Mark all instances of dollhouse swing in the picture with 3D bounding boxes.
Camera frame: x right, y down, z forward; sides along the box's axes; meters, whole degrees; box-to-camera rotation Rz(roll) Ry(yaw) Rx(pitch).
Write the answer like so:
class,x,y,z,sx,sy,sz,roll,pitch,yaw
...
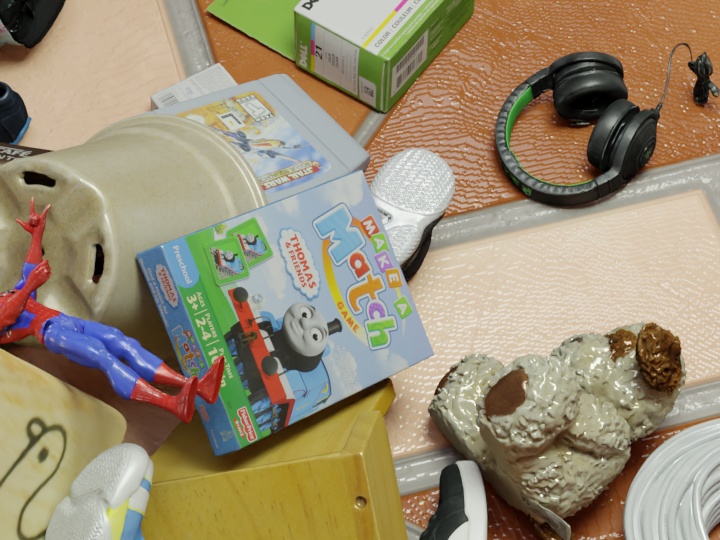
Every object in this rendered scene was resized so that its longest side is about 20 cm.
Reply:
class,x,y,z,sx,sy,sz,roll,pitch,yaw
dollhouse swing,-0.058,0.182,1.410,0.200,0.176,0.182,-12,90,16

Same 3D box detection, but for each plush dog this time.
class,x,y,z,sx,sy,sz,roll,pitch,yaw
plush dog,0.170,0.105,1.437,0.172,0.200,0.161,-38,97,-12

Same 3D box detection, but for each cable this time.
class,x,y,z,sx,sy,sz,roll,pitch,yaw
cable,0.292,0.199,1.415,0.200,0.069,0.200,23,59,16

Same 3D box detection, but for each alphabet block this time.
class,x,y,z,sx,sy,sz,roll,pitch,yaw
alphabet block,-0.312,0.136,1.327,0.196,0.200,0.196,19,81,25

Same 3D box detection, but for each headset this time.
class,x,y,z,sx,sy,sz,roll,pitch,yaw
headset,0.212,-0.128,1.651,0.200,0.094,0.124,-30,64,-1

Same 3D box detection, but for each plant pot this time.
class,x,y,z,sx,sy,sz,roll,pitch,yaw
plant pot,-0.193,-0.016,1.419,0.200,0.183,0.201,2,94,23

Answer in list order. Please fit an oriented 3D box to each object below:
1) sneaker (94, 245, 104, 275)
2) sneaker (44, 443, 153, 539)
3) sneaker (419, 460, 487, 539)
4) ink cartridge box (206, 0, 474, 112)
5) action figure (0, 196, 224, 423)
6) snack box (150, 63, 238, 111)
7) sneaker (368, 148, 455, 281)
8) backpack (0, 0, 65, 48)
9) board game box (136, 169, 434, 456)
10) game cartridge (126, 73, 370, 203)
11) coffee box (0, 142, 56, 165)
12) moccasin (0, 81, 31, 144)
class,x,y,z,sx,sy,sz,roll,pitch,yaw
sneaker,-0.151,0.014,1.548,0.200,0.080,0.086,29,83,17
sneaker,-0.169,0.219,1.322,0.200,0.105,0.076,-63,30,3
sneaker,0.034,0.226,1.391,0.112,0.073,0.200,2,57,-1
ink cartridge box,-0.018,-0.251,1.716,0.200,0.076,0.148,30,61,17
action figure,-0.186,0.021,1.285,0.200,0.099,0.065,17,20,17
snack box,-0.097,-0.093,1.638,0.072,0.024,0.200,-28,60,-21
sneaker,0.000,0.000,1.527,0.075,0.114,0.200,38,74,10
backpack,-0.336,-0.280,1.701,0.126,0.167,0.200,-10,57,16
board game box,-0.049,0.026,1.386,0.200,0.037,0.152,-24,93,-42
game cartridge,-0.091,-0.092,1.578,0.200,0.042,0.133,-23,54,-42
coffee box,-0.316,-0.031,1.504,0.114,0.080,0.200,10,25,11
moccasin,-0.379,-0.161,1.656,0.200,0.068,0.081,8,58,6
